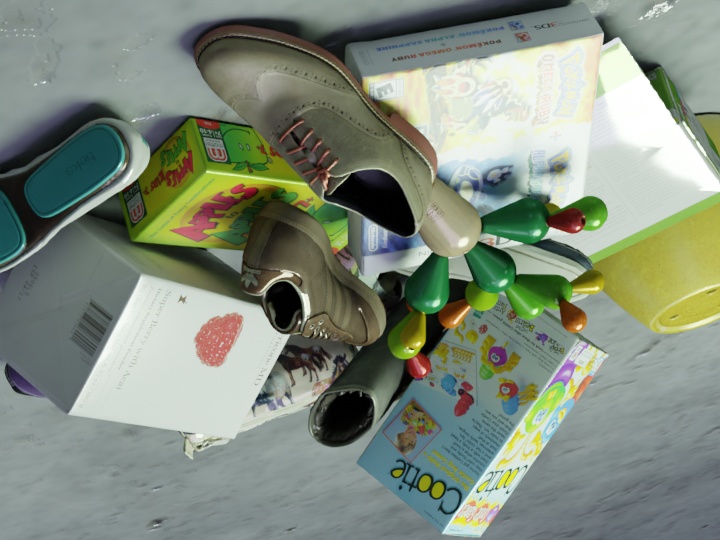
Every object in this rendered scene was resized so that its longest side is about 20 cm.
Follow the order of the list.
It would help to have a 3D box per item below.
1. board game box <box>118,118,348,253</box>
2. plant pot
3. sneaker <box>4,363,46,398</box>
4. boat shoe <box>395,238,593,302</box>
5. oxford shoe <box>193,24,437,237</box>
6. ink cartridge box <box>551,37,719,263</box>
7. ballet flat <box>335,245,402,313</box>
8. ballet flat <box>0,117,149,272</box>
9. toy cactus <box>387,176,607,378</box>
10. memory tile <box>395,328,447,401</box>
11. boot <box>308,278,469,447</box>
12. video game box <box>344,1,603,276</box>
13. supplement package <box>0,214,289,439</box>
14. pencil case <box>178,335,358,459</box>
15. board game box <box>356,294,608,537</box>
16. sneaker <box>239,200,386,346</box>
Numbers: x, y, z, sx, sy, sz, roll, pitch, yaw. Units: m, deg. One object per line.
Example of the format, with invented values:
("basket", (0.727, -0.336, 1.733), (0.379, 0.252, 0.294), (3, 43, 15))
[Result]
("board game box", (-0.073, -0.059, 1.250), (0.200, 0.048, 0.102), (4, 148, -43))
("plant pot", (0.286, -0.028, 1.476), (0.200, 0.142, 0.200), (-16, 158, -7))
("sneaker", (-0.225, 0.087, 1.461), (0.087, 0.076, 0.200), (-19, 159, 41))
("boat shoe", (0.106, -0.020, 1.340), (0.200, 0.062, 0.075), (8, 136, 35))
("oxford shoe", (-0.027, -0.093, 1.098), (0.200, 0.075, 0.070), (30, 130, -23))
("ink cartridge box", (0.187, -0.110, 1.313), (0.148, 0.076, 0.200), (-27, 131, 20))
("ballet flat", (0.000, 0.000, 1.432), (0.071, 0.069, 0.200), (-45, 163, -1))
("ballet flat", (-0.231, -0.046, 1.153), (0.200, 0.070, 0.069), (-27, 156, 17))
("toy cactus", (0.085, -0.004, 1.214), (0.200, 0.102, 0.165), (-29, 128, 21))
("memory tile", (0.073, 0.073, 1.547), (0.153, 0.017, 0.200), (-44, -175, -18))
("boot", (0.045, 0.052, 1.433), (0.200, 0.073, 0.182), (-38, 166, -47))
("video game box", (0.081, -0.094, 1.211), (0.182, 0.047, 0.200), (-14, 137, -12))
("supplement package", (-0.167, 0.044, 1.265), (0.200, 0.120, 0.121), (17, 103, -55))
("pencil case", (-0.089, 0.112, 1.575), (0.200, 0.090, 0.078), (-20, 157, 0))
("board game box", (0.107, 0.120, 1.414), (0.200, 0.105, 0.103), (-55, 156, 4))
("sneaker", (-0.044, 0.022, 1.263), (0.070, 0.076, 0.200), (18, 160, 31))
